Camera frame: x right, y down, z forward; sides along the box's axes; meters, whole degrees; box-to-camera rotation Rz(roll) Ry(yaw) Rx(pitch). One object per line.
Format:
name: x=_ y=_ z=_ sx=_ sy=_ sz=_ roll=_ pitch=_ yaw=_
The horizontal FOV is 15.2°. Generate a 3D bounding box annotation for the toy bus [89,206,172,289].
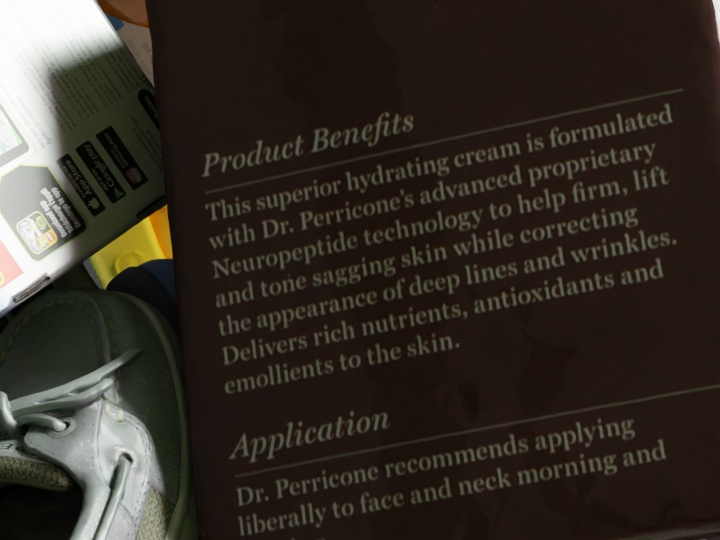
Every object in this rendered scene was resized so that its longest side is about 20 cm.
toy bus: x=0.000 y=0.000 z=1.050 sx=0.200 sy=0.192 sz=0.136 roll=56 pitch=11 yaw=-49

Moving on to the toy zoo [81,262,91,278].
toy zoo: x=-0.125 y=-0.034 z=0.887 sx=0.200 sy=0.020 sz=0.131 roll=62 pitch=-8 yaw=-26

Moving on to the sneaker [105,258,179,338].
sneaker: x=-0.023 y=0.038 z=0.930 sx=0.074 sy=0.082 sz=0.200 roll=58 pitch=5 yaw=30

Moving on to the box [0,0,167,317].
box: x=-0.139 y=-0.083 z=0.768 sx=0.110 sy=0.035 sz=0.200 roll=-37 pitch=96 yaw=-44

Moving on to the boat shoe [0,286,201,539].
boat shoe: x=-0.094 y=0.081 z=0.718 sx=0.065 sy=0.074 sz=0.202 roll=48 pitch=42 yaw=-40

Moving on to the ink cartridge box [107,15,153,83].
ink cartridge box: x=-0.043 y=-0.141 z=1.100 sx=0.115 sy=0.200 sz=0.068 roll=60 pitch=11 yaw=-67

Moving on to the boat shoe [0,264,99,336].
boat shoe: x=-0.104 y=0.047 z=0.823 sx=0.200 sy=0.072 sz=0.065 roll=56 pitch=51 yaw=-19

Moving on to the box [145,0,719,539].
box: x=0.047 y=0.006 z=0.791 sx=0.164 sy=0.166 sz=0.200 roll=42 pitch=40 yaw=-67

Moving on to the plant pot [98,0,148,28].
plant pot: x=-0.070 y=-0.178 z=0.951 sx=0.183 sy=0.200 sz=0.200 roll=85 pitch=-13 yaw=-70
